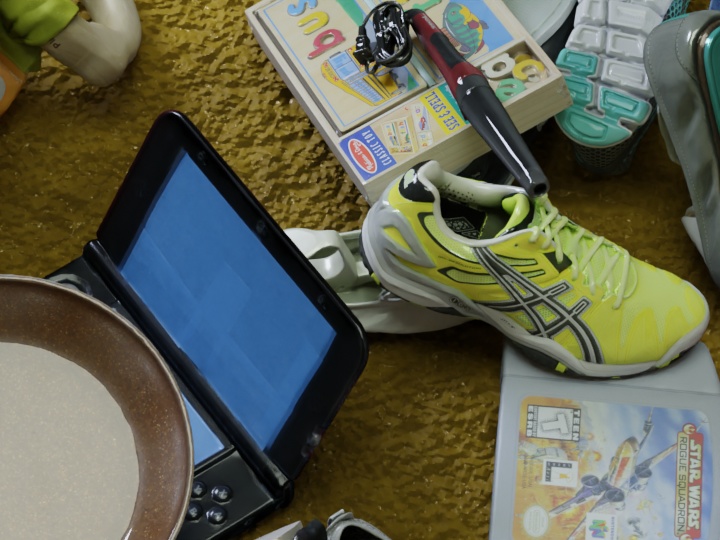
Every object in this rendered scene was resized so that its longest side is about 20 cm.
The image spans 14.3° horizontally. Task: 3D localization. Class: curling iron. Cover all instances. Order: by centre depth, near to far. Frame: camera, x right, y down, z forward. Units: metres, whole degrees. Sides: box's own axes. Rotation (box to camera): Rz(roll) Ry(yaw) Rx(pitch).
[{"bbox_3d":[0.054,-0.094,1.606,0.050,0.026,0.200,-39,45,-2],"label":"curling iron"}]

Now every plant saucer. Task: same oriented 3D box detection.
[{"bbox_3d":[-0.186,0.100,1.477,0.199,0.037,0.201,3,66,-8],"label":"plant saucer"}]

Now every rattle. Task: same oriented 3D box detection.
[{"bbox_3d":[-0.210,-0.168,1.762,0.130,0.143,0.200,19,33,-27],"label":"rattle"}]

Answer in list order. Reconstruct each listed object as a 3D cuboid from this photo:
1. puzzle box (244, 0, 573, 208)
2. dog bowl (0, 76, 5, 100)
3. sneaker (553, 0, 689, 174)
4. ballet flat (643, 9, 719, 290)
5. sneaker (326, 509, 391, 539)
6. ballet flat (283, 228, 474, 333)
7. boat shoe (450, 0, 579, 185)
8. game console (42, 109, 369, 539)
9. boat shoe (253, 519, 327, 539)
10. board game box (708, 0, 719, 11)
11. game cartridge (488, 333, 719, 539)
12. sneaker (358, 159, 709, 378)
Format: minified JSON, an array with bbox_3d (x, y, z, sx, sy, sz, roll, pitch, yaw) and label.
[{"bbox_3d":[0.024,-0.126,1.689,0.133,0.025,0.200,-30,42,-5],"label":"puzzle box"},{"bbox_3d":[-0.289,-0.145,1.664,0.199,0.059,0.201,-9,71,28],"label":"dog bowl"},{"bbox_3d":[0.160,-0.145,1.714,0.077,0.091,0.201,16,66,14],"label":"sneaker"},{"bbox_3d":[0.208,-0.051,1.640,0.067,0.201,0.064,-25,15,-39],"label":"ballet flat"},{"bbox_3d":[0.038,0.206,1.481,0.075,0.082,0.200,-39,65,-24],"label":"sneaker"},{"bbox_3d":[0.000,0.000,1.630,0.199,0.070,0.070,-7,56,-6],"label":"ballet flat"},{"bbox_3d":[0.084,-0.112,1.714,0.075,0.060,0.200,10,53,39],"label":"boat shoe"},{"bbox_3d":[-0.118,0.044,1.566,0.172,0.119,0.200,-30,61,-20],"label":"game console"},{"bbox_3d":[-0.094,0.206,1.477,0.199,0.075,0.093,-23,90,16],"label":"boat shoe"},{"bbox_3d":[0.291,-0.109,1.629,0.198,0.201,0.043,24,54,15],"label":"board game box"},{"bbox_3d":[0.137,0.121,1.570,0.132,0.042,0.201,2,56,5],"label":"game cartridge"},{"bbox_3d":[0.100,0.000,1.574,0.199,0.077,0.076,16,54,-8],"label":"sneaker"}]
